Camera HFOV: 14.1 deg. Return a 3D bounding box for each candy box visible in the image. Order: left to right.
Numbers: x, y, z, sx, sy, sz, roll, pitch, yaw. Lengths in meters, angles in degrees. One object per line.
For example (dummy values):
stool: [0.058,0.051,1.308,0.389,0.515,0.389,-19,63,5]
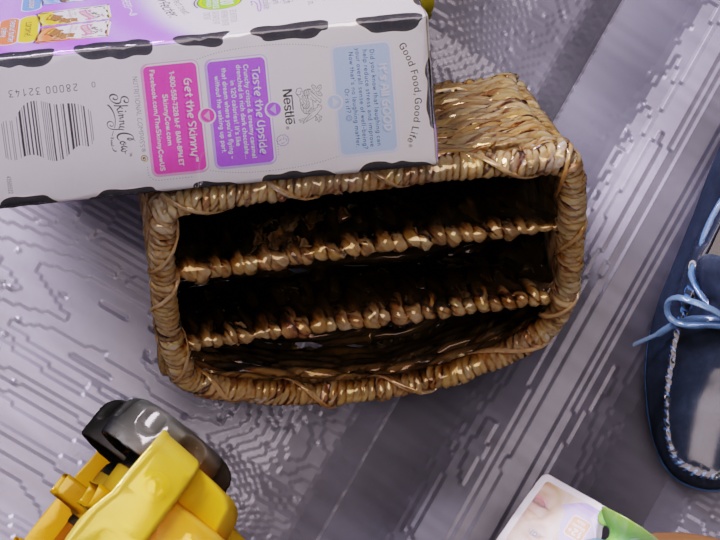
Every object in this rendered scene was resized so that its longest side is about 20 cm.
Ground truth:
candy box: [-0.071,-0.096,1.298,0.199,0.168,0.072,-6,112,-1]

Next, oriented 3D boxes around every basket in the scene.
basket: [0.000,0.000,1.340,0.199,0.149,0.143,-7,108,-6]

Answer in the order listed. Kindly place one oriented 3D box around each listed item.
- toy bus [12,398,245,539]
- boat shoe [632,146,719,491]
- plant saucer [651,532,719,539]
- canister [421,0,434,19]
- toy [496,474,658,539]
toy bus: [-0.075,0.166,1.306,0.192,0.200,0.136,40,80,-5]
boat shoe: [0.180,0.006,1.413,0.084,0.069,0.201,9,80,-3]
plant saucer: [0.159,0.219,1.362,0.199,0.032,0.201,8,66,-18]
canister: [-0.072,-0.185,1.419,0.199,0.087,0.149,-7,82,-4]
toy: [0.069,0.192,1.309,0.115,0.047,0.200,29,75,31]
